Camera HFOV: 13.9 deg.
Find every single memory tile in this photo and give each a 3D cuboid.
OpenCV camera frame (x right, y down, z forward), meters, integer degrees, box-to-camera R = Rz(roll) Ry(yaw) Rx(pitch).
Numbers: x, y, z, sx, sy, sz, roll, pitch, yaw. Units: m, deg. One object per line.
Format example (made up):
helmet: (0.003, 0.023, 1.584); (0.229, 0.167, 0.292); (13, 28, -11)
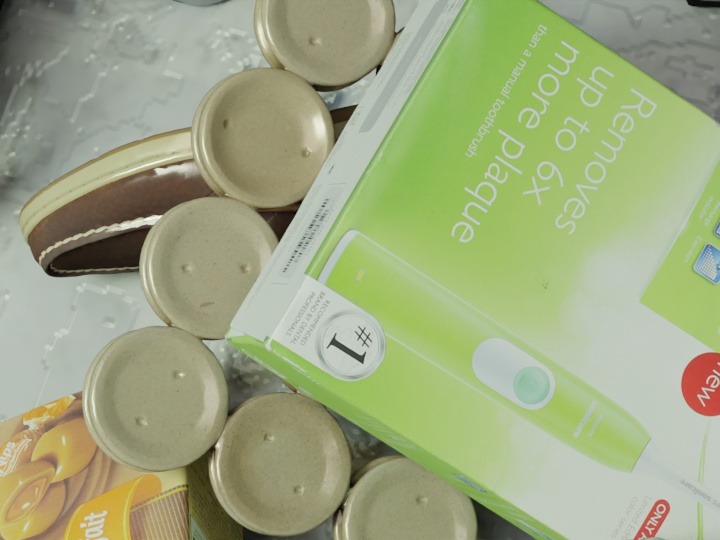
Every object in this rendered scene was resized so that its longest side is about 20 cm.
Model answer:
memory tile: (0.000, 0.000, 1.040); (0.153, 0.017, 0.201); (26, 77, -12)

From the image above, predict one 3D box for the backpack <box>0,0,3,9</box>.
backpack: (-0.214, -0.114, 1.107); (0.126, 0.200, 0.168); (2, 77, 17)

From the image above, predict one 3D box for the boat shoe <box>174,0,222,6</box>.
boat shoe: (-0.010, -0.179, 1.135); (0.200, 0.065, 0.074); (-43, 68, 2)

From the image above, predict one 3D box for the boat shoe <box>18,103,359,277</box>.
boat shoe: (-0.029, -0.014, 1.097); (0.199, 0.072, 0.072); (-9, 74, 6)

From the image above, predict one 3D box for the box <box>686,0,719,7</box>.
box: (0.126, -0.198, 1.028); (0.043, 0.200, 0.161); (4, 76, 17)

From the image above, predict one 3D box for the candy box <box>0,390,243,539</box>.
candy box: (-0.101, 0.124, 1.031); (0.115, 0.055, 0.201); (-22, 34, 11)

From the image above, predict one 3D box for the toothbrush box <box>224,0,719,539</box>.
toothbrush box: (0.078, 0.015, 1.000); (0.199, 0.086, 0.146); (33, 84, -12)

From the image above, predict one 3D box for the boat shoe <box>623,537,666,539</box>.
boat shoe: (0.091, 0.118, 0.935); (0.199, 0.075, 0.069); (-1, 96, 25)
